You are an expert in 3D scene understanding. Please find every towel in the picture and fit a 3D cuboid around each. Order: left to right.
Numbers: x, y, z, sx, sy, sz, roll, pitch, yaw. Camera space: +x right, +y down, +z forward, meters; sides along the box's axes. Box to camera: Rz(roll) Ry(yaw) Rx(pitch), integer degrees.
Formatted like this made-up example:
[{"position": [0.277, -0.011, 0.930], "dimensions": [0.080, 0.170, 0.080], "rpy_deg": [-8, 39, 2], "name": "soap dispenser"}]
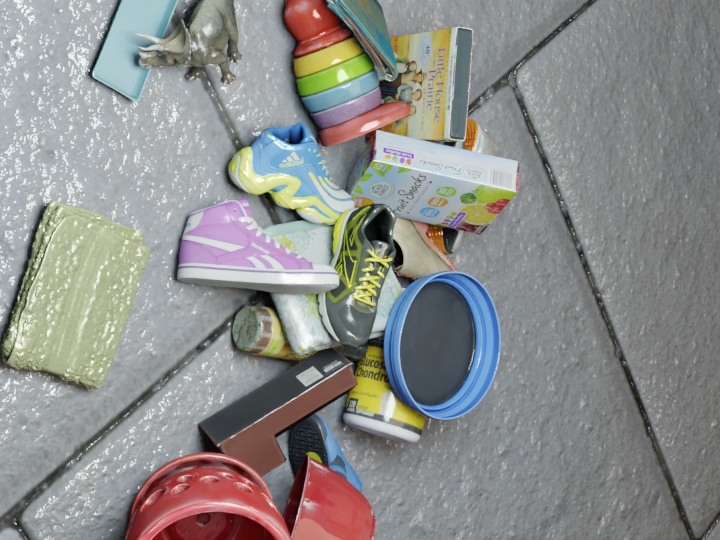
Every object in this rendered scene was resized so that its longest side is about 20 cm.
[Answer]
[{"position": [-0.329, 0.029, 1.552], "dimensions": [0.148, 0.036, 0.200], "rpy_deg": [23, 77, -41], "name": "towel"}, {"position": [-0.037, 0.014, 1.756], "dimensions": [0.200, 0.048, 0.171], "rpy_deg": [-11, 69, -41], "name": "towel"}, {"position": [-0.005, -0.343, 1.740], "dimensions": [0.147, 0.022, 0.200], "rpy_deg": [48, 19, -33], "name": "towel"}]

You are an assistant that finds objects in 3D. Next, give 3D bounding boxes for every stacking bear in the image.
[{"position": [-0.037, -0.274, 1.747], "dimensions": [0.114, 0.121, 0.200], "rpy_deg": [-29, 103, -33], "name": "stacking bear"}]

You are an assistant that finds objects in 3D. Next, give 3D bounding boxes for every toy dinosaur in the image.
[{"position": [-0.179, -0.292, 1.624], "dimensions": [0.200, 0.077, 0.102], "rpy_deg": [-52, 150, -27], "name": "toy dinosaur"}]

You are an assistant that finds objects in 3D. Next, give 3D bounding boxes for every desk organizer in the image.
[{"position": [-0.096, 0.187, 1.711], "dimensions": [0.200, 0.072, 0.077], "rpy_deg": [-31, 118, -15], "name": "desk organizer"}]

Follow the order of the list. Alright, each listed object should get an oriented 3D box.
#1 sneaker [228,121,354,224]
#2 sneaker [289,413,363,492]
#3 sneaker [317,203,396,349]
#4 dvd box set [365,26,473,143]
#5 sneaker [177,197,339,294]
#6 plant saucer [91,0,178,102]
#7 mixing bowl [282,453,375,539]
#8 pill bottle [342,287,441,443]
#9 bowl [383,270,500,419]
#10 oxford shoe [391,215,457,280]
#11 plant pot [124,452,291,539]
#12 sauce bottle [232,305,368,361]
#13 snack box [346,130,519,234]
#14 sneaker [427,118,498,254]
[{"position": [-0.067, -0.127, 1.722], "dimensions": [0.200, 0.076, 0.105], "rpy_deg": [15, 122, -41], "name": "sneaker"}, {"position": [-0.040, 0.276, 1.818], "dimensions": [0.078, 0.066, 0.200], "rpy_deg": [-34, 116, -49], "name": "sneaker"}, {"position": [0.000, 0.000, 1.697], "dimensions": [0.074, 0.085, 0.200], "rpy_deg": [18, 63, -30], "name": "sneaker"}, {"position": [0.075, -0.242, 1.782], "dimensions": [0.029, 0.200, 0.146], "rpy_deg": [3, 92, -33], "name": "dvd box set"}, {"position": [-0.121, -0.033, 1.656], "dimensions": [0.200, 0.073, 0.114], "rpy_deg": [7, 77, -4], "name": "sneaker"}, {"position": [-0.262, -0.305, 1.598], "dimensions": [0.070, 0.019, 0.200], "rpy_deg": [29, 75, -40], "name": "plant saucer"}, {"position": [-0.046, 0.345, 1.706], "dimensions": [0.108, 0.200, 0.200], "rpy_deg": [18, 80, -5], "name": "mixing bowl"}, {"position": [0.054, 0.131, 1.852], "dimensions": [0.112, 0.112, 0.200], "rpy_deg": [25, 76, -40], "name": "pill bottle"}, {"position": [0.109, 0.099, 1.797], "dimensions": [0.201, 0.039, 0.201], "rpy_deg": [-3, 94, -43], "name": "bowl"}, {"position": [0.078, -0.008, 1.898], "dimensions": [0.075, 0.070, 0.200], "rpy_deg": [-45, 110, -26], "name": "oxford shoe"}, {"position": [-0.185, 0.324, 1.580], "dimensions": [0.200, 0.183, 0.200], "rpy_deg": [-4, 108, -12], "name": "plant pot"}, {"position": [-0.074, 0.089, 1.766], "dimensions": [0.200, 0.065, 0.065], "rpy_deg": [11, 86, -40], "name": "sauce bottle"}, {"position": [0.094, -0.115, 1.793], "dimensions": [0.200, 0.142, 0.053], "rpy_deg": [12, 64, -12], "name": "snack box"}, {"position": [0.161, -0.115, 1.958], "dimensions": [0.092, 0.076, 0.200], "rpy_deg": [22, 80, -45], "name": "sneaker"}]
